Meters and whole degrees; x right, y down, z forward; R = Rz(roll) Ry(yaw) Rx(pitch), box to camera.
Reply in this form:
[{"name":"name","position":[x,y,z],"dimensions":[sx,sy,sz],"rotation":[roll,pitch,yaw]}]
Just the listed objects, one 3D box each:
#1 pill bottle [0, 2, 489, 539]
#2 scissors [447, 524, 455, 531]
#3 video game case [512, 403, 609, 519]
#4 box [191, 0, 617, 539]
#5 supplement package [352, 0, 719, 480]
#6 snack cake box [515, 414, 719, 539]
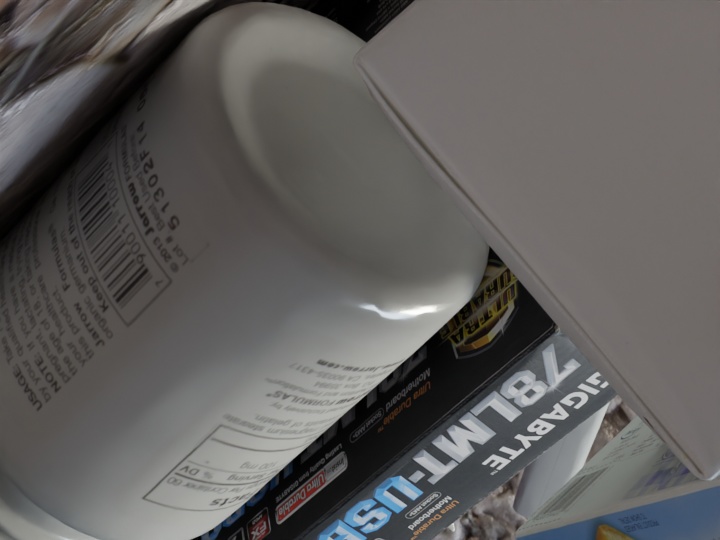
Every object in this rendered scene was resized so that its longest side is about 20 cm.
[{"name":"pill bottle","position":[-0.062,0.020,0.750],"dimensions":[0.200,0.114,0.114],"rotation":[-43,178,34]},{"name":"scissors","position":[0.005,0.037,1.048],"dimensions":[0.073,0.200,0.014],"rotation":[-48,-149,-4]},{"name":"video game case","position":[0.100,-0.014,0.875],"dimensions":[0.200,0.023,0.183],"rotation":[94,17,-71]},{"name":"box","position":[0.000,0.000,0.817],"dimensions":[0.200,0.049,0.200],"rotation":[-43,-138,34]},{"name":"supplement package","position":[0.110,-0.065,0.548],"dimensions":[0.200,0.120,0.121],"rotation":[-41,180,2]},{"name":"snack cake box","position":[0.128,0.043,0.592],"dimensions":[0.115,0.067,0.200],"rotation":[-41,-179,-19]}]
